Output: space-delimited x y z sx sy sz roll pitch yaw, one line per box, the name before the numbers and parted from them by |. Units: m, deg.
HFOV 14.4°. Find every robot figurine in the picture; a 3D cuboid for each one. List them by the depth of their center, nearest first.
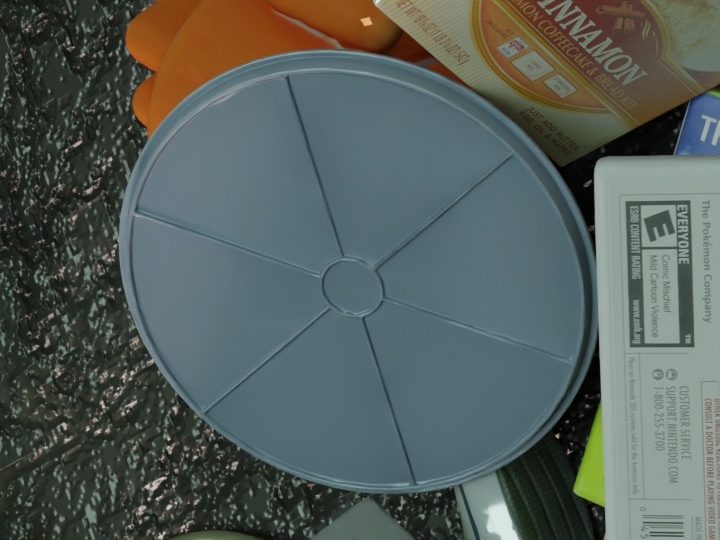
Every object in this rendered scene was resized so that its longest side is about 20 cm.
robot figurine | -0.010 -0.058 1.220 0.200 0.116 0.145 32 106 29

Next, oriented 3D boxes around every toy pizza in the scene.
toy pizza | 0.000 0.000 1.143 0.199 0.032 0.201 7 120 13

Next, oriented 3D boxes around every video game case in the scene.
video game case | 0.174 0.059 0.986 0.181 0.022 0.201 0 98 15

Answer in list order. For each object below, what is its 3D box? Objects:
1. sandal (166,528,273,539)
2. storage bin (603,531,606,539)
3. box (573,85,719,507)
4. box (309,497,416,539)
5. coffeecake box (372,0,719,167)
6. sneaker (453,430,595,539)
sandal | -0.040 0.164 1.282 0.200 0.057 0.080 5 94 35
storage bin | 0.201 0.081 1.049 0.197 0.094 0.201 17 103 12
box | 0.171 0.017 1.135 0.121 0.048 0.201 22 104 30
box | 0.004 0.242 1.158 0.199 0.131 0.200 42 133 15
coffeecake box | 0.118 -0.140 1.073 0.199 0.153 0.073 -28 55 20
sneaker | 0.063 0.144 1.200 0.071 0.073 0.201 -22 79 30
